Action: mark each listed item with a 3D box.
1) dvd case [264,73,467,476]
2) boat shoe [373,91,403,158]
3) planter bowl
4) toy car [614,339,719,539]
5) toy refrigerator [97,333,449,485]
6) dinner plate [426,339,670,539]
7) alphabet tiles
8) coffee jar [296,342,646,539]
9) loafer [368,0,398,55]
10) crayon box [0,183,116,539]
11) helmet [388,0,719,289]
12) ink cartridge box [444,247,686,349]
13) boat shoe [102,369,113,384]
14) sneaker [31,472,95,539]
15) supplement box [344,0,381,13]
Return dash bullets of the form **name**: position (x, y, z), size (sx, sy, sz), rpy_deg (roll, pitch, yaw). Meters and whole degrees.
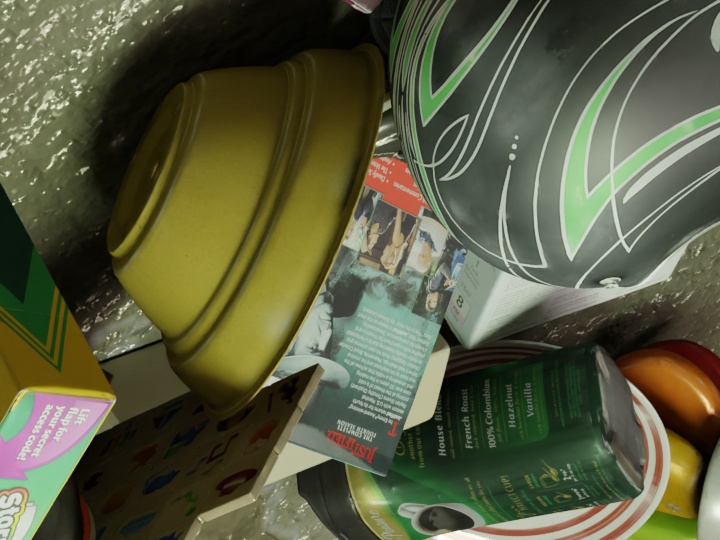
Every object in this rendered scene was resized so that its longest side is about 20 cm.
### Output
- **dvd case**: position (0.000, 0.000, 1.364), size (0.146, 0.022, 0.201), rpy_deg (23, 85, -50)
- **boat shoe**: position (0.066, -0.086, 1.335), size (0.200, 0.057, 0.067), rpy_deg (-27, -178, -43)
- **planter bowl**: position (-0.069, -0.034, 1.243), size (0.083, 0.201, 0.201), rpy_deg (22, 119, -15)
- **toy car**: position (0.201, 0.127, 1.714), size (0.200, 0.174, 0.151), rpy_deg (76, 32, -54)
- **toy refrigerator**: position (-0.055, 0.073, 1.437), size (0.199, 0.076, 0.070), rpy_deg (-21, 143, -28)
- **dinner plate**: position (0.095, 0.114, 1.603), size (0.199, 0.024, 0.201), rpy_deg (3, 129, 4)
- **alphabet tiles**: position (-0.107, 0.109, 1.247), size (0.199, 0.008, 0.167), rpy_deg (-25, -157, 35)
- **coffee jar**: position (0.064, 0.108, 1.525), size (0.199, 0.086, 0.104), rpy_deg (-13, 152, 16)
- **loafer**: position (0.092, -0.172, 1.311), size (0.200, 0.072, 0.063), rpy_deg (-35, 167, 4)
- **crayon box**: position (-0.209, 0.073, 1.185), size (0.058, 0.173, 0.200), rpy_deg (10, 123, -38)
- **helmet**: position (0.105, -0.092, 1.202), size (0.190, 0.200, 0.200), rpy_deg (-33, 148, 2)
- **ink cartridge box**: position (0.144, -0.046, 1.494), size (0.162, 0.057, 0.201), rpy_deg (-18, 147, -29)
- **boat shoe**: position (-0.213, 0.106, 1.318), size (0.200, 0.070, 0.070), rpy_deg (-47, 169, -28)
- **sneaker**: position (-0.178, 0.079, 1.233), size (0.077, 0.201, 0.082), rpy_deg (-14, 134, 1)
- **supplement box**: position (0.017, -0.229, 1.134), size (0.200, 0.086, 0.110), rpy_deg (-48, 147, 13)
